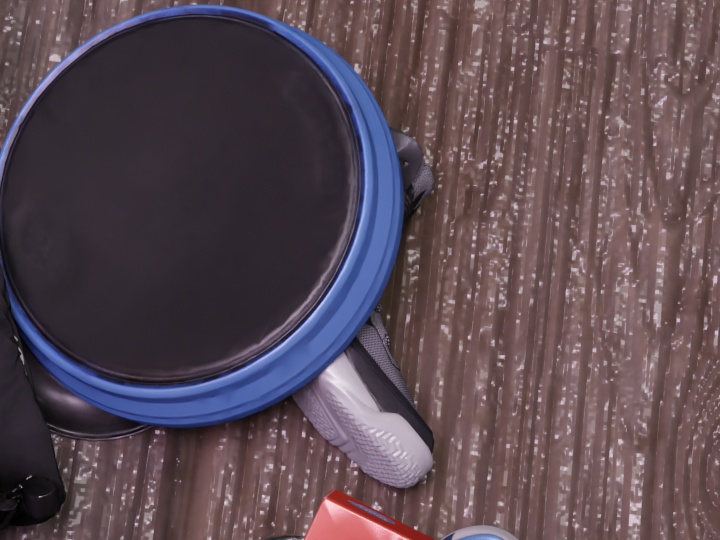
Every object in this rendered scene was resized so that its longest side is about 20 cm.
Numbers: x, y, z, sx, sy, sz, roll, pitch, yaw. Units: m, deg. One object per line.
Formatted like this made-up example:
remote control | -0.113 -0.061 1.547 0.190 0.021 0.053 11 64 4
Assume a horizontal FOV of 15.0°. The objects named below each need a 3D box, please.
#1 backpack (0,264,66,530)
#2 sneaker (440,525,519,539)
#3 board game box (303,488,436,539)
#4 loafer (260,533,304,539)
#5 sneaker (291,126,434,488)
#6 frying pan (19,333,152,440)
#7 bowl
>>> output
backpack | -0.246 0.071 1.227 0.199 0.127 0.168 -16 74 -13
sneaker | 0.018 0.197 1.229 0.074 0.082 0.201 27 72 4
board game box | 0.043 0.206 1.173 0.199 0.040 0.154 25 92 5
loafer | -0.086 0.188 1.232 0.200 0.063 0.072 -39 77 -18
sneaker | 0.000 0.000 1.309 0.113 0.076 0.200 -32 72 -14
frying pan | -0.142 -0.009 1.326 0.114 0.031 0.191 -22 75 -15
bowl | -0.080 -0.030 1.268 0.199 0.039 0.202 -5 72 14
